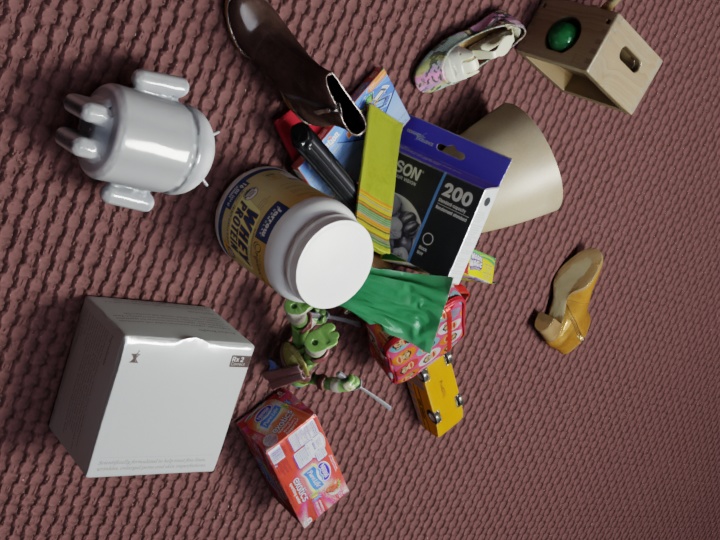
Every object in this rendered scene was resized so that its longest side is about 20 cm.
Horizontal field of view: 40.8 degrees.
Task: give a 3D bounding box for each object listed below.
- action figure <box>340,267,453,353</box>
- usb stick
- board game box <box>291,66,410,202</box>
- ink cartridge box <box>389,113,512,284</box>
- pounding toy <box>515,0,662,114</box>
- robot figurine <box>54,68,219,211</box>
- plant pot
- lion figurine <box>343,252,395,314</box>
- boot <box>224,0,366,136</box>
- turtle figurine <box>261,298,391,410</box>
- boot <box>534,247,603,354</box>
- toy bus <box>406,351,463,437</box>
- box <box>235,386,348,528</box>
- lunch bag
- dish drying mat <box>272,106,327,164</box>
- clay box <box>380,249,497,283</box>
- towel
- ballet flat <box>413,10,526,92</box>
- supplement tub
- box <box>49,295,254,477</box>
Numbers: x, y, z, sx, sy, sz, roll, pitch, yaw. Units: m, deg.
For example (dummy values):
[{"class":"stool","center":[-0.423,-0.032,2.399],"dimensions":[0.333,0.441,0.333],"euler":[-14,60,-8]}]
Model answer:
[{"class":"action figure","center":[0.022,0.033,1.386],"dimensions":[0.055,0.199,0.119],"euler":[-60,167,-78]},{"class":"usb stick","center":[-0.035,-0.132,1.342],"dimensions":[0.033,0.056,0.200],"euler":[-35,136,8]},{"class":"board game box","center":[-0.011,-0.187,1.395],"dimensions":[0.200,0.019,0.103],"euler":[-51,137,-17]},{"class":"ink cartridge box","center":[0.097,-0.110,1.419],"dimensions":[0.043,0.198,0.201],"euler":[10,106,-57]},{"class":"pounding toy","center":[0.370,-0.364,1.522],"dimensions":[0.200,0.184,0.143],"euler":[26,94,-45]},{"class":"robot figurine","center":[-0.257,-0.155,1.154],"dimensions":[0.200,0.113,0.170],"euler":[11,106,-43]},{"class":"plant pot","center":[0.178,-0.134,1.508],"dimensions":[0.199,0.187,0.188],"euler":[-27,129,-9]},{"class":"lion figurine","center":[0.000,0.000,1.482],"dimensions":[0.072,0.123,0.200],"euler":[-35,158,23]},{"class":"boot","center":[-0.077,-0.262,1.206],"dimensions":[0.072,0.166,0.200],"euler":[-43,125,-13]},{"class":"turtle figurine","center":[-0.046,0.105,1.437],"dimensions":[0.194,0.199,0.144],"euler":[92,3,-62]},{"class":"boot","center":[0.422,0.062,1.884],"dimensions":[0.202,0.071,0.144],"euler":[-55,141,2]},{"class":"toy bus","center":[0.126,0.201,1.691],"dimensions":[0.065,0.078,0.201],"euler":[-34,130,-20]},{"class":"box","center":[-0.105,0.298,1.535],"dimensions":[0.100,0.095,0.200],"euler":[-36,131,-20]},{"class":"lunch bag","center":[0.098,0.085,1.521],"dimensions":[0.176,0.082,0.200],"euler":[-34,157,-9]},{"class":"dish drying mat","center":[-0.061,-0.158,1.386],"dimensions":[0.077,0.018,0.200],"euler":[-42,132,-19]},{"class":"clay box","center":[0.132,-0.017,1.532],"dimensions":[0.200,0.115,0.048],"euler":[15,83,-58]},{"class":"towel","center":[0.026,-0.129,1.378],"dimensions":[0.086,0.018,0.201],"euler":[23,70,-56]},{"class":"ballet flat","center":[0.170,-0.327,1.452],"dimensions":[0.200,0.071,0.069],"euler":[-36,132,-20]},{"class":"supplement tub","center":[-0.090,-0.044,1.293],"dimensions":[0.144,0.200,0.145],"euler":[-19,123,-32]},{"class":"box","center":[-0.278,0.154,1.289],"dimensions":[0.198,0.131,0.201],"euler":[8,107,-42]}]
